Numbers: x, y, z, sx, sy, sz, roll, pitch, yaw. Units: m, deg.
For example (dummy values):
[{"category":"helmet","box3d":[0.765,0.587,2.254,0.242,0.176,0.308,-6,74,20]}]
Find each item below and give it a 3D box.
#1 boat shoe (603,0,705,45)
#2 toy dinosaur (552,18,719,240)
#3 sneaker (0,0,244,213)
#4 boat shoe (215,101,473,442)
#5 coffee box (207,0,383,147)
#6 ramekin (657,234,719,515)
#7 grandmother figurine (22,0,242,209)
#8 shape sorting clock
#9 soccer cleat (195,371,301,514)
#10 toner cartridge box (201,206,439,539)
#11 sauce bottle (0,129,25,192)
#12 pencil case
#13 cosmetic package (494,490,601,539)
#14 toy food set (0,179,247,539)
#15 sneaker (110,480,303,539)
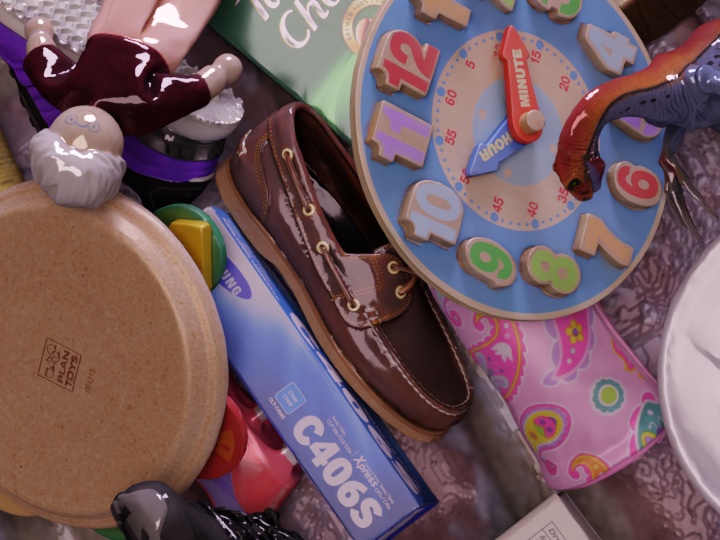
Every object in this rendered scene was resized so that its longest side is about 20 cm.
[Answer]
[{"category":"boat shoe","box3d":[0.180,-0.195,1.617,0.200,0.071,0.065,-42,68,4]},{"category":"toy dinosaur","box3d":[0.173,-0.091,1.556,0.181,0.105,0.201,7,47,-29]},{"category":"sneaker","box3d":[-0.164,-0.095,1.655,0.200,0.069,0.100,35,121,22]},{"category":"boat shoe","box3d":[0.000,0.000,1.613,0.070,0.070,0.200,-39,87,31]},{"category":"coffee box","box3d":[0.000,-0.142,1.646,0.200,0.044,0.123,42,94,9]},{"category":"ramekin","box3d":[0.260,0.056,1.574,0.201,0.094,0.204,0,86,7]},{"category":"grandmother figurine","box3d":[-0.127,-0.114,1.566,0.121,0.061,0.201,6,52,20]},{"category":"shape sorting clock","box3d":[0.082,-0.074,1.531,0.199,0.039,0.201,5,78,-26]},{"category":"soccer cleat","box3d":[-0.111,0.057,1.643,0.076,0.067,0.200,-39,85,9]},{"category":"toner cartridge box","box3d":[-0.034,0.060,1.614,0.043,0.095,0.200,-36,83,4]},{"category":"sauce bottle","box3d":[-0.219,-0.039,1.660,0.066,0.066,0.201,-26,83,6]},{"category":"pencil case","box3d":[0.091,0.019,1.584,0.087,0.087,0.201,-30,96,5]},{"category":"cosmetic package","box3d":[0.062,0.221,1.602,0.200,0.073,0.104,-37,83,4]},{"category":"toy food set","box3d":[-0.150,0.048,1.587,0.197,0.049,0.201,8,104,27]},{"category":"sneaker","box3d":[-0.075,0.151,1.572,0.079,0.200,0.076,-35,62,-3]}]
